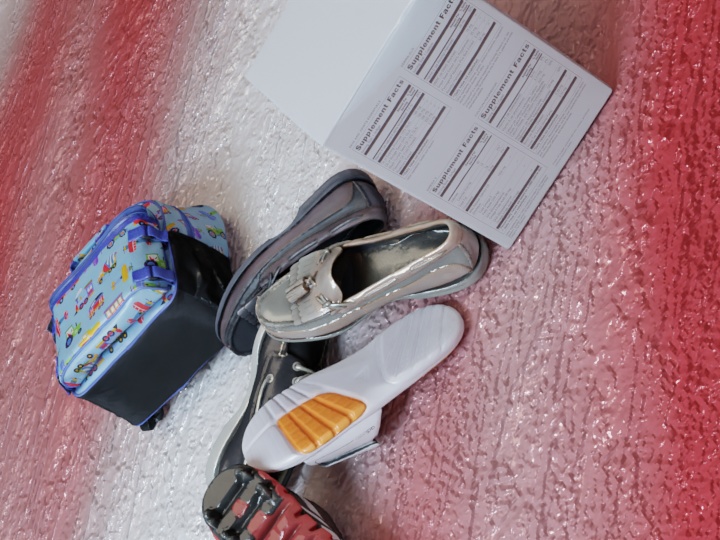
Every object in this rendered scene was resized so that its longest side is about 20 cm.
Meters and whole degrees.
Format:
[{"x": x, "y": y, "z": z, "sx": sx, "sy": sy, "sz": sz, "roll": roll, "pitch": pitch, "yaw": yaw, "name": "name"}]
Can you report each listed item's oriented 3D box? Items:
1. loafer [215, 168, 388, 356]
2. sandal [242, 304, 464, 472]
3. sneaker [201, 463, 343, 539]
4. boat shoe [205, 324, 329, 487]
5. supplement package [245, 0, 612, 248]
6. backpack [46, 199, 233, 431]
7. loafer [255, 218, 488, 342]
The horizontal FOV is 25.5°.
[{"x": -0.051, "y": 0.003, "z": 1.368, "sx": 0.200, "sy": 0.072, "sz": 0.063, "roll": -50, "pitch": 43, "yaw": 14, "name": "loafer"}, {"x": 0.003, "y": 0.108, "z": 1.253, "sx": 0.206, "sy": 0.059, "sz": 0.079, "roll": -32, "pitch": 36, "yaw": 6, "name": "sandal"}, {"x": -0.033, "y": 0.229, "z": 1.214, "sx": 0.200, "sy": 0.098, "sz": 0.071, "roll": 41, "pitch": 92, "yaw": 29, "name": "sneaker"}, {"x": -0.063, "y": 0.105, "z": 1.318, "sx": 0.060, "sy": 0.074, "sz": 0.201, "roll": 21, "pitch": 83, "yaw": 47, "name": "boat shoe"}, {"x": 0.051, "y": -0.144, "z": 1.215, "sx": 0.151, "sy": 0.199, "sz": 0.152, "roll": -57, "pitch": 37, "yaw": 9, "name": "supplement package"}, {"x": -0.205, "y": 0.016, "z": 1.494, "sx": 0.182, "sy": 0.134, "sz": 0.201, "roll": -42, "pitch": 39, "yaw": 26, "name": "backpack"}, {"x": 0.000, "y": 0.000, "z": 1.256, "sx": 0.199, "sy": 0.063, "sz": 0.072, "roll": -18, "pitch": 62, "yaw": 18, "name": "loafer"}]
